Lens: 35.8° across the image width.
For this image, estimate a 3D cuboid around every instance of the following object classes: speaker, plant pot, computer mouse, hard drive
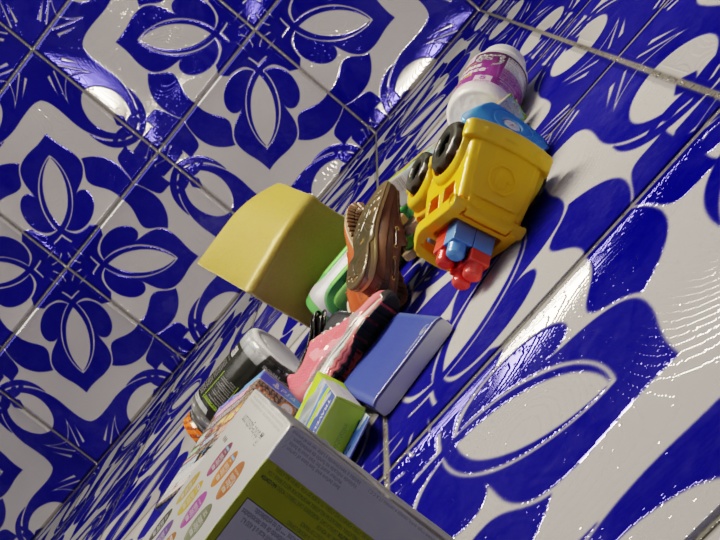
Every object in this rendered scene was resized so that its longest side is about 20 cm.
[{"bbox_3d":[0.000,0.000,1.820,0.200,0.088,0.088,-49,9,12],"label":"speaker"},{"bbox_3d":[-0.124,-0.034,1.931,0.195,0.194,0.201,23,83,53],"label":"plant pot"},{"bbox_3d":[-0.046,0.122,1.607,0.200,0.046,0.141,0,74,61],"label":"computer mouse"},{"bbox_3d":[0.039,0.111,1.384,0.132,0.025,0.200,-52,9,-8],"label":"hard drive"}]

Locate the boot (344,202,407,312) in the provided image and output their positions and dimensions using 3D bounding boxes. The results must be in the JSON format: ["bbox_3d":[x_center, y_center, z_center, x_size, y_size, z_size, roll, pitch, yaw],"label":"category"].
[{"bbox_3d":[0.004,-0.004,1.654,0.107,0.075,0.201,124,142,-47],"label":"boot"}]

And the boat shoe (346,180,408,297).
[{"bbox_3d":[0.031,-0.040,1.581,0.072,0.067,0.201,-45,26,45],"label":"boat shoe"}]

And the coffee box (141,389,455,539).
[{"bbox_3d":[-0.046,0.231,0.785,0.198,0.200,0.200,-53,9,-7],"label":"coffee box"}]

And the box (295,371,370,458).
[{"bbox_3d":[-0.048,0.199,1.340,0.122,0.048,0.200,-63,10,-1],"label":"box"}]

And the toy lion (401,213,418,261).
[{"bbox_3d":[0.130,-0.102,1.701,0.192,0.069,0.200,-45,8,-8],"label":"toy lion"}]

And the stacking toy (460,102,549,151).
[{"bbox_3d":[0.158,-0.119,1.525,0.116,0.110,0.200,-27,-28,-55],"label":"stacking toy"}]

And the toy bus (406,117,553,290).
[{"bbox_3d":[0.128,-0.061,1.380,0.200,0.135,0.193,-38,31,60],"label":"toy bus"}]

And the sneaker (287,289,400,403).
[{"bbox_3d":[-0.029,0.098,1.504,0.087,0.074,0.200,32,82,40],"label":"sneaker"}]

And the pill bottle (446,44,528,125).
[{"bbox_3d":[0.217,-0.299,1.855,0.112,0.112,0.200,-44,12,38],"label":"pill bottle"}]

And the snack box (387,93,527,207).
[{"bbox_3d":[0.148,-0.187,1.737,0.200,0.053,0.142,-30,10,41],"label":"snack box"}]

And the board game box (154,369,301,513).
[{"bbox_3d":[-0.179,0.269,1.598,0.159,0.097,0.200,-41,14,47],"label":"board game box"}]

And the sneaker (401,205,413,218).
[{"bbox_3d":[0.054,-0.081,1.879,0.200,0.083,0.074,-47,10,26],"label":"sneaker"}]

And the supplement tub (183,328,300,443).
[{"bbox_3d":[-0.197,0.206,1.853,0.200,0.122,0.123,-49,9,8],"label":"supplement tub"}]
